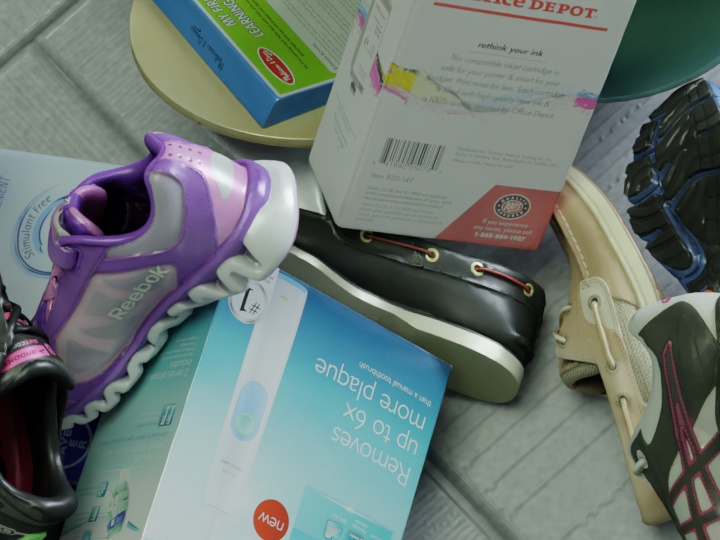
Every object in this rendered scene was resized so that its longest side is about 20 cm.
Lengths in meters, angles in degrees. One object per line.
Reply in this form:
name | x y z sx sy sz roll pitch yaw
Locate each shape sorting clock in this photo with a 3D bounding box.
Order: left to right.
shape sorting clock | -0.027 -0.133 1.581 0.200 0.039 0.200 2 42 -2

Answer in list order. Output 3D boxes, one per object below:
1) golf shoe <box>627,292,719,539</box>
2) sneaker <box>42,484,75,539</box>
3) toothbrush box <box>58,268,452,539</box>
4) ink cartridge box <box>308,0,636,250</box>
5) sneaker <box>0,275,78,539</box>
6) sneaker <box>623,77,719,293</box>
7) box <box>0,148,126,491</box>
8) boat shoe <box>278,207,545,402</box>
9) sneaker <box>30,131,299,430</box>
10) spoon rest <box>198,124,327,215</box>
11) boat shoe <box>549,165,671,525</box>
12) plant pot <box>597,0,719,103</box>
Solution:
golf shoe | 0.178 0.106 1.398 0.088 0.077 0.200 5 102 34
sneaker | -0.194 0.195 1.457 0.087 0.076 0.200 13 101 28
toothbrush box | -0.057 0.111 1.445 0.085 0.146 0.200 -12 54 53
ink cartridge box | 0.061 -0.114 1.451 0.116 0.200 0.068 7 33 -21
sneaker | -0.175 0.034 1.377 0.084 0.077 0.200 -14 93 37
sneaker | 0.196 -0.009 1.480 0.075 0.078 0.200 -34 57 33
box | -0.191 0.039 1.555 0.200 0.105 0.184 7 66 21
boat shoe | -0.001 0.001 1.506 0.201 0.074 0.063 23 64 -3
sneaker | -0.123 -0.001 1.408 0.200 0.088 0.081 -40 38 29
spoon rest | -0.038 -0.069 1.587 0.099 0.061 0.200 -20 61 6
boat shoe | 0.129 0.035 1.478 0.064 0.071 0.200 -26 61 2
plant pot | 0.129 -0.214 1.533 0.200 0.201 0.161 -6 31 14
